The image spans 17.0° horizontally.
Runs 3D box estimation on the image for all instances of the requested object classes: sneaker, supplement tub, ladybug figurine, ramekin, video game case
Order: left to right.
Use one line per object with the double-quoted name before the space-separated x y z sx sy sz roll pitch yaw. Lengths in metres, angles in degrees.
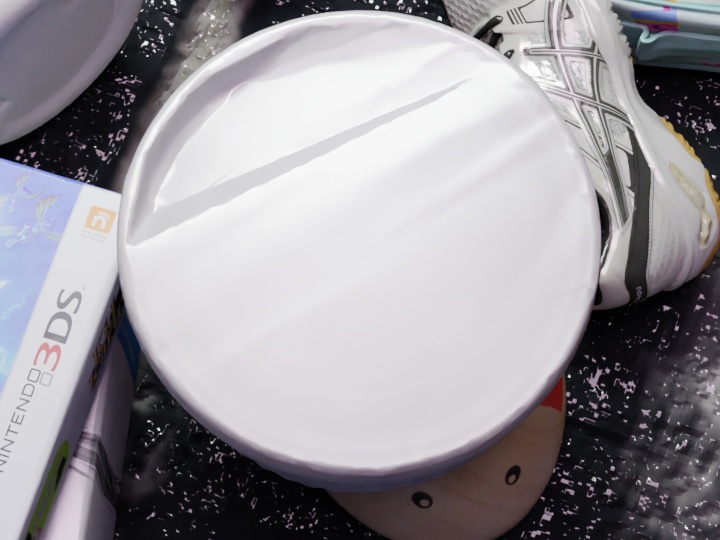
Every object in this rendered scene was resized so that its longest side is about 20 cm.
"video game case" -0.210 0.029 1.015 0.199 0.045 0.182 16 68 6
"supplement tub" -0.209 -0.167 1.138 0.132 0.132 0.200 -41 75 -15
"ramekin" 0.000 0.000 1.015 0.201 0.094 0.203 0 70 1
"ladybug figurine" 0.022 0.027 1.094 0.135 0.072 0.201 -19 69 -8
"sneaker" 0.084 -0.073 1.111 0.087 0.076 0.200 -28 77 -32

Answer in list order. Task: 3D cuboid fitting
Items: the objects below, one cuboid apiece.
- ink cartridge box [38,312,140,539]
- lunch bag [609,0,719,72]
"ink cartridge box" -0.181 0.085 1.063 0.146 0.086 0.201 5 67 1
"lunch bag" 0.187 -0.170 1.171 0.199 0.077 0.161 7 73 4
